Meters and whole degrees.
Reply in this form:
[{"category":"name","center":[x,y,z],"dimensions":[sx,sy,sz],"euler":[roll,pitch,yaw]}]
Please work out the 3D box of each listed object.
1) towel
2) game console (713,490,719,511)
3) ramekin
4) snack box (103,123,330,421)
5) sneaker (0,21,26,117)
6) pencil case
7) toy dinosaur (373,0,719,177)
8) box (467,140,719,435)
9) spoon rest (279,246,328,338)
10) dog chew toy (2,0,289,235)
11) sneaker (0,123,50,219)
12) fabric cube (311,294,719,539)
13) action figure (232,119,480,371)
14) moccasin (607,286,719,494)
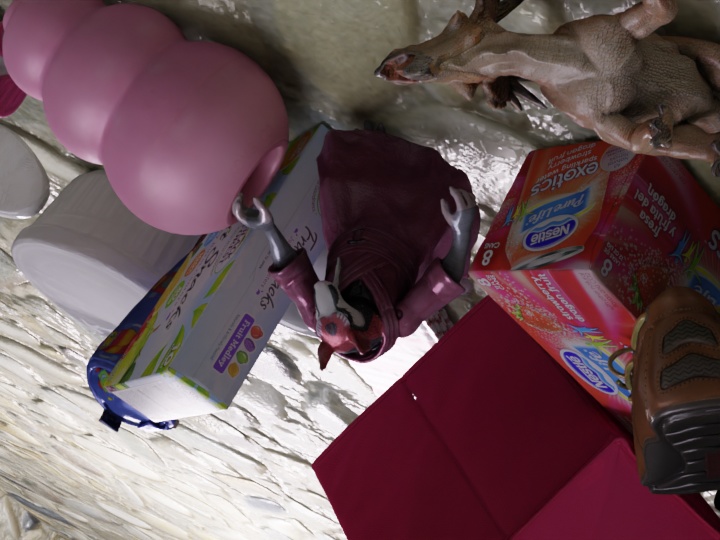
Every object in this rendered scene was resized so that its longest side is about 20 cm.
[{"category":"towel","center":[0.032,0.058,1.131],"dimensions":[0.146,0.030,0.200],"euler":[10,148,39]},{"category":"game console","center":[0.361,0.153,0.942],"dimensions":[0.199,0.119,0.173],"euler":[23,126,14]},{"category":"ramekin","center":[-0.198,-0.004,1.183],"dimensions":[0.202,0.094,0.203],"euler":[24,157,11]},{"category":"snack box","center":[-0.085,0.005,0.925],"dimensions":[0.053,0.201,0.142],"euler":[38,156,-18]},{"category":"sneaker","center":[-0.327,-0.186,0.967],"dimensions":[0.088,0.082,0.200],"euler":[11,151,35]},{"category":"pencil case","center":[-0.127,0.041,1.046],"dimensions":[0.078,0.200,0.087],"euler":[-9,124,48]},{"category":"toy dinosaur","center":[0.120,-0.091,0.639],"dimensions":[0.199,0.086,0.135],"euler":[23,174,-31]},{"category":"box","center":[0.171,0.022,0.787],"dimensions":[0.200,0.096,0.099],"euler":[43,155,-29]},{"category":"spoon rest","center":[-0.019,0.011,1.000],"dimensions":[0.060,0.100,0.200],"euler":[32,161,-1]},{"category":"dog chew toy","center":[-0.145,-0.112,0.865],"dimensions":[0.200,0.125,0.125],"euler":[35,159,8]},{"category":"sneaker","center":[-0.348,-0.097,1.221],"dimensions":[0.199,0.075,0.089],"euler":[26,171,23]},{"category":"fabric cube","center":[0.119,0.173,0.941],"dimensions":[0.196,0.200,0.199],"euler":[42,-173,-31]},{"category":"action figure","center":[0.000,0.000,0.809],"dimensions":[0.133,0.200,0.149],"euler":[10,130,9]},{"category":"moccasin","center":[0.165,0.066,0.687],"dimensions":[0.073,0.078,0.201],"euler":[-12,154,15]}]
